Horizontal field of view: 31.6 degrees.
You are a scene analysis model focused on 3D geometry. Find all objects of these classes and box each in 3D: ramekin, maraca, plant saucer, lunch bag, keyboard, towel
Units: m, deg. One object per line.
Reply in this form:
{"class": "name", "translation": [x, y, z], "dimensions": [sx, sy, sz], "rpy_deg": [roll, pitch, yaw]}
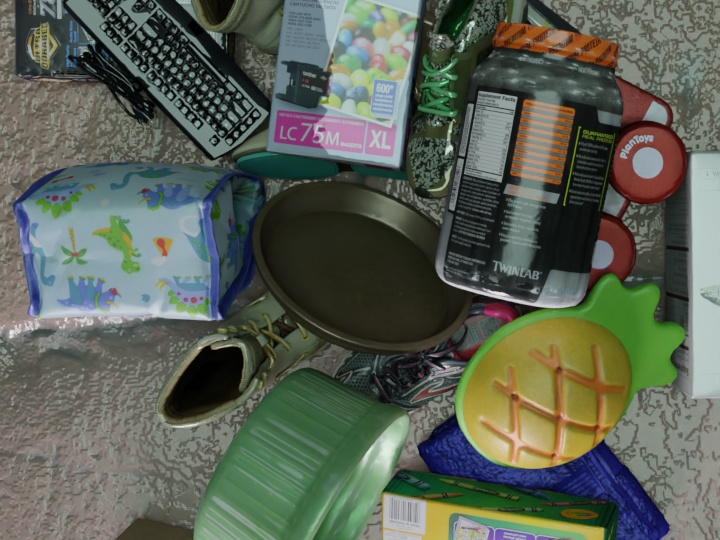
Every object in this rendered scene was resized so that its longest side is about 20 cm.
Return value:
{"class": "ramekin", "translation": [-0.050, 0.179, 1.047], "dimensions": [0.097, 0.200, 0.202], "rpy_deg": [29, 94, 15]}
{"class": "maraca", "translation": [0.171, 0.086, 1.046], "dimensions": [0.199, 0.107, 0.138], "rpy_deg": [-34, 114, 8]}
{"class": "plant saucer", "translation": [0.000, 0.000, 1.086], "dimensions": [0.198, 0.201, 0.030], "rpy_deg": [26, 129, 3]}
{"class": "lunch bag", "translation": [-0.178, -0.036, 1.082], "dimensions": [0.168, 0.200, 0.129], "rpy_deg": [1, 112, 6]}
{"class": "keyboard", "translation": [-0.178, -0.178, 1.110], "dimensions": [0.200, 0.040, 0.104], "rpy_deg": [45, 95, 1]}
{"class": "towel", "translation": [0.162, 0.196, 1.132], "dimensions": [0.147, 0.050, 0.201], "rpy_deg": [-37, 89, 4]}

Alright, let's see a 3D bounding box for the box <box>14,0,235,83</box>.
{"class": "box", "translation": [-0.211, -0.271, 1.148], "dimensions": [0.196, 0.050, 0.203], "rpy_deg": [1, 93, 5]}

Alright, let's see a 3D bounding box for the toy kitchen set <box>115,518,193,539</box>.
{"class": "toy kitchen set", "translation": [-0.133, 0.334, 1.097], "dimensions": [0.197, 0.180, 0.165], "rpy_deg": [11, 94, 4]}

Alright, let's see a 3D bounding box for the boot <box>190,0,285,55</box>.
{"class": "boot", "translation": [-0.093, -0.293, 1.082], "dimensions": [0.071, 0.154, 0.203], "rpy_deg": [3, 93, 20]}

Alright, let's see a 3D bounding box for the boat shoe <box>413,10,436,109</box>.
{"class": "boat shoe", "translation": [0.045, -0.188, 1.122], "dimensions": [0.200, 0.065, 0.072], "rpy_deg": [44, 75, 4]}

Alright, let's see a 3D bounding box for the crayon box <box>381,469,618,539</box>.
{"class": "crayon box", "translation": [0.117, 0.250, 1.098], "dimensions": [0.198, 0.058, 0.120], "rpy_deg": [6, 105, 19]}

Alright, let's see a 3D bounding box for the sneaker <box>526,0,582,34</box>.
{"class": "sneaker", "translation": [0.120, -0.207, 1.111], "dimensions": [0.199, 0.072, 0.083], "rpy_deg": [38, 96, 3]}

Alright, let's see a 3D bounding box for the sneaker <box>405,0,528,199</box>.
{"class": "sneaker", "translation": [0.068, -0.159, 1.030], "dimensions": [0.076, 0.088, 0.202], "rpy_deg": [10, 80, 35]}

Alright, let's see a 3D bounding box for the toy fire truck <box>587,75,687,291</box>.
{"class": "toy fire truck", "translation": [0.170, -0.081, 1.077], "dimensions": [0.167, 0.112, 0.202], "rpy_deg": [28, 103, 0]}

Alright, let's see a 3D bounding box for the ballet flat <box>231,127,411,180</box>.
{"class": "ballet flat", "translation": [-0.014, -0.115, 1.136], "dimensions": [0.197, 0.069, 0.070], "rpy_deg": [4, 92, 3]}

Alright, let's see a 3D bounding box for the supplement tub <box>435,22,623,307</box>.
{"class": "supplement tub", "translation": [0.132, -0.081, 0.978], "dimensions": [0.121, 0.123, 0.203], "rpy_deg": [12, 97, 4]}

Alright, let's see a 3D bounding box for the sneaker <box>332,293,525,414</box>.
{"class": "sneaker", "translation": [0.053, 0.077, 1.125], "dimensions": [0.199, 0.075, 0.081], "rpy_deg": [-33, 89, 6]}

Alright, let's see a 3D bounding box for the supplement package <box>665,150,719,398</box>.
{"class": "supplement package", "translation": [0.324, 0.001, 1.077], "dimensions": [0.115, 0.117, 0.203], "rpy_deg": [-1, 92, 3]}

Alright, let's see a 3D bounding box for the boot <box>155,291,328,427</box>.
{"class": "boot", "translation": [-0.082, 0.059, 1.087], "dimensions": [0.199, 0.155, 0.072], "rpy_deg": [-38, 88, 4]}

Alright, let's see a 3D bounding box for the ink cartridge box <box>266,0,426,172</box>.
{"class": "ink cartridge box", "translation": [-0.009, -0.192, 1.073], "dimensions": [0.118, 0.042, 0.203], "rpy_deg": [8, 90, 8]}
